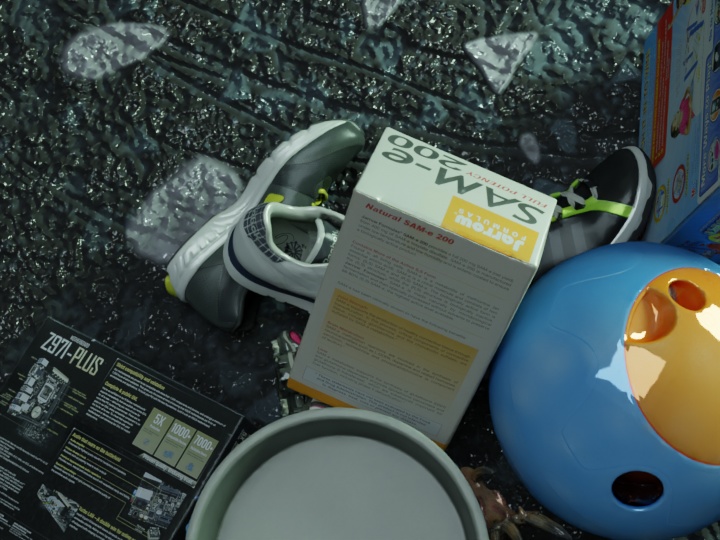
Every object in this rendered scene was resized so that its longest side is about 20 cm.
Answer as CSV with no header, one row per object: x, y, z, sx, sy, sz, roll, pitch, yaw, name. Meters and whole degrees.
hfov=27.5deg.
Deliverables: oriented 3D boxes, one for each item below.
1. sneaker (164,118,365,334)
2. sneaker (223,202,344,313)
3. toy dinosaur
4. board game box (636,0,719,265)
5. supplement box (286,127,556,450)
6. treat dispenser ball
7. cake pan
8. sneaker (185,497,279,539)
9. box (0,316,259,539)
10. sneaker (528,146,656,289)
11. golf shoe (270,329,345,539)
-0.060,-0.032,1.163,0.200,0.074,0.085,-46,74,3,sneaker
0.000,0.000,1.094,0.199,0.080,0.077,14,64,-19,sneaker
0.141,0.216,0.985,0.199,0.086,0.136,13,115,17,toy dinosaur
0.254,-0.115,1.052,0.056,0.196,0.201,8,72,-5,board game box
0.037,0.018,0.997,0.125,0.200,0.074,23,44,2,supplement box
0.187,0.081,0.997,0.200,0.201,0.202,-4,70,10,treat dispenser ball
-0.014,0.191,0.957,0.199,0.037,0.202,-1,79,6,cake pan
-0.060,0.244,1.029,0.075,0.087,0.201,-28,94,3,sneaker
-0.185,0.152,1.089,0.199,0.086,0.164,22,75,29,box
0.133,-0.021,1.082,0.200,0.083,0.072,-49,26,5,sneaker
-0.011,0.117,1.067,0.088,0.077,0.201,-6,46,-8,golf shoe
